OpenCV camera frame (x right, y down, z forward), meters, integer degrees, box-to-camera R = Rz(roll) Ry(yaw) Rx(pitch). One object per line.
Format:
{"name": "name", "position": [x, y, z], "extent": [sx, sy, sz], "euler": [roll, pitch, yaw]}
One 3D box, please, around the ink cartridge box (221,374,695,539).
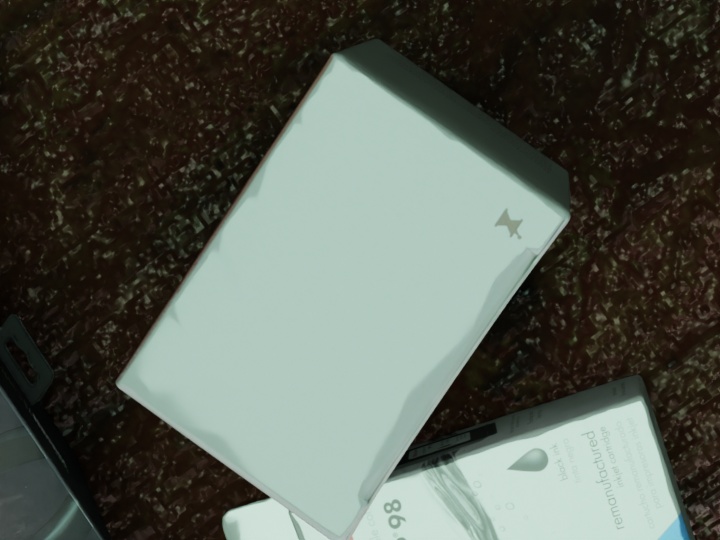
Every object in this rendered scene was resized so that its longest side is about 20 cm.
{"name": "ink cartridge box", "position": [0.045, 0.133, 1.094], "extent": [0.199, 0.067, 0.117], "euler": [-19, 95, 7]}

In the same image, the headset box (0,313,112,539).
{"name": "headset box", "position": [-0.217, 0.087, 1.047], "extent": [0.199, 0.093, 0.175], "euler": [-32, 125, -2]}

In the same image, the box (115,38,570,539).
{"name": "box", "position": [0.000, 0.000, 1.016], "extent": [0.106, 0.200, 0.153], "euler": [35, 97, 0]}
